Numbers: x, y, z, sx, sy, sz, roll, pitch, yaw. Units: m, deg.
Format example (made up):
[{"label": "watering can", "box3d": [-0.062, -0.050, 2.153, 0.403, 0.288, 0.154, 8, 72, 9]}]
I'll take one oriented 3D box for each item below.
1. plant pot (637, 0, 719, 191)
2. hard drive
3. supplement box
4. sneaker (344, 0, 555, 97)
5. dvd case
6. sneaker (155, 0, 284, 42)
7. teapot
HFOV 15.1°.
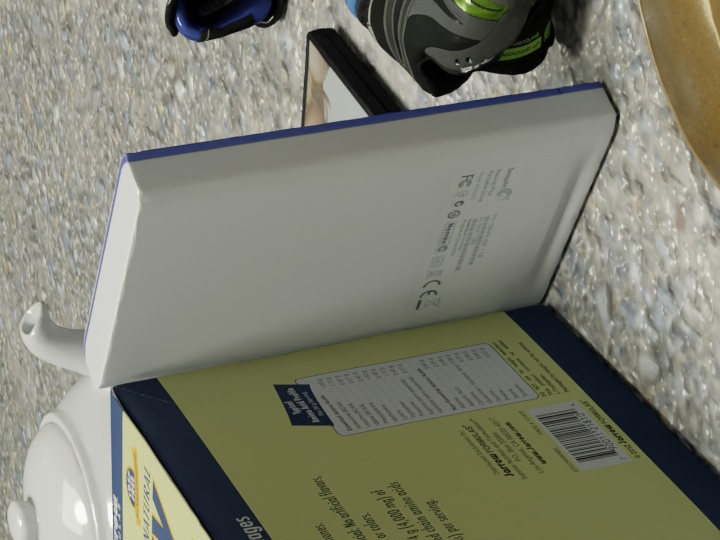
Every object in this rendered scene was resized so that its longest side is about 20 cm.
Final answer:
[{"label": "plant pot", "box3d": [0.146, -0.110, 0.902, 0.200, 0.027, 0.201, 171, 90, -70]}, {"label": "hard drive", "box3d": [-0.006, -0.014, 1.097, 0.132, 0.199, 0.025, 109, 145, -51]}, {"label": "supplement box", "box3d": [0.024, 0.130, 1.085, 0.200, 0.199, 0.135, -132, 37, -55]}, {"label": "sneaker", "box3d": [0.059, -0.124, 1.088, 0.083, 0.071, 0.200, 56, 154, 1]}, {"label": "dvd case", "box3d": [0.000, 0.000, 1.343, 0.143, 0.018, 0.200, -126, 33, -48]}, {"label": "sneaker", "box3d": [-0.096, -0.173, 1.425, 0.199, 0.080, 0.116, 170, 92, -68]}, {"label": "teapot", "box3d": [-0.130, 0.138, 1.567, 0.197, 0.146, 0.200, 118, 137, -59]}]
